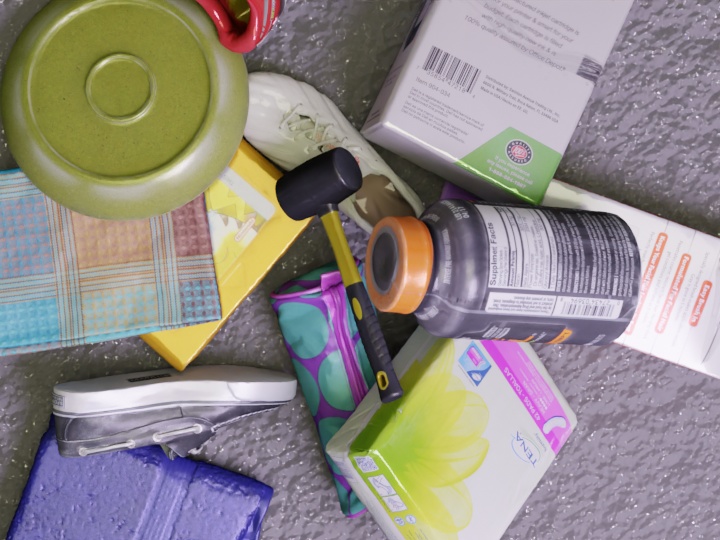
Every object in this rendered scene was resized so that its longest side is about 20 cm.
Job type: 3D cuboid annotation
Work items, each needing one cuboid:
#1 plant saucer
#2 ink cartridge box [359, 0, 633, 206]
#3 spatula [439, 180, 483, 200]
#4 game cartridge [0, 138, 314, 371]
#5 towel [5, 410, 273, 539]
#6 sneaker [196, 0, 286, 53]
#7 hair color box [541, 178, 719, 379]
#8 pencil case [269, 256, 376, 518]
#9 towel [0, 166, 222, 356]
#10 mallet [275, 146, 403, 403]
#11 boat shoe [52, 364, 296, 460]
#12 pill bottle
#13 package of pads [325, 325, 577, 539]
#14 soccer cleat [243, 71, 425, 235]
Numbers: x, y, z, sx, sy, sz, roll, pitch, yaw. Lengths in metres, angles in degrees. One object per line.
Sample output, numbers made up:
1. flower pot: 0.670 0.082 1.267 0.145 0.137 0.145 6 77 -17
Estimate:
1. plant saucer: -0.187 -0.140 1.416 0.198 0.031 0.202 0 81 0
2. ink cartridge box: 0.111 -0.168 1.432 0.145 0.084 0.201 27 83 -9
3. spatula: 0.070 0.022 1.499 0.056 0.021 0.201 18 98 5
4. game cartridge: -0.162 -0.049 1.453 0.200 0.032 0.177 41 91 -4
5. towel: -0.186 0.214 1.490 0.199 0.050 0.149 21 88 -7
6. sneaker: -0.111 -0.247 1.359 0.077 0.085 0.200 1 141 30
7. hair color box: 0.220 0.003 1.492 0.199 0.064 0.112 20 95 -6
8. pencil case: -0.007 0.094 1.465 0.085 0.092 0.201 -21 98 -13
9. towel: -0.217 -0.015 1.431 0.199 0.022 0.148 -8 92 0
10. mallet: 0.000 0.000 1.379 0.066 0.041 0.201 -35 71 27
11. boat shoe: -0.148 0.118 1.455 0.199 0.072 0.068 -5 100 -20
12. pill bottle: 0.105 0.001 1.370 0.199 0.106 0.107 4 97 -24
13. package of pads: 0.077 0.133 1.434 0.200 0.068 0.155 -49 116 -34
14. soccer cleat: -0.021 -0.090 1.448 0.200 0.078 0.069 40 92 -9
